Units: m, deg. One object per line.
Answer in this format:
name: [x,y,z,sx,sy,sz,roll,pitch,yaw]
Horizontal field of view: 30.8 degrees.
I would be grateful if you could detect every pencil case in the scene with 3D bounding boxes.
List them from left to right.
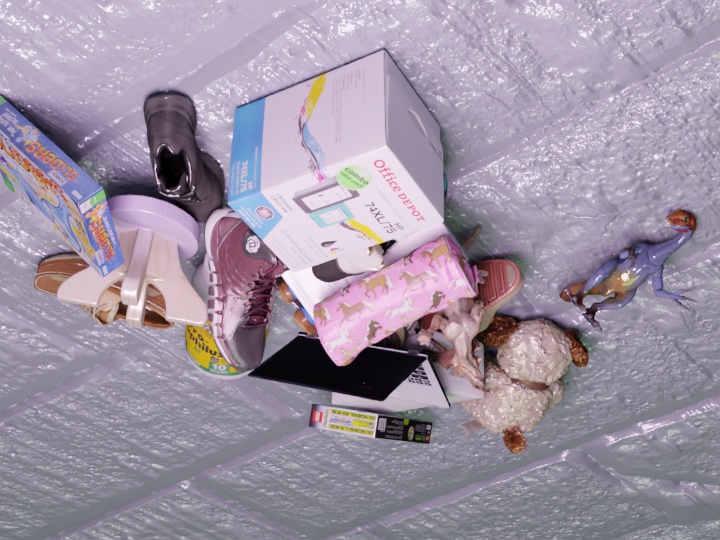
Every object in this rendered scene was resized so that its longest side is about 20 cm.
pencil case: [0.041,0.034,1.542,0.199,0.083,0.086,-29,176,11]

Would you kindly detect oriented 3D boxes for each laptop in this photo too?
laptop: [-0.009,0.152,1.655,0.186,0.116,0.200,9,148,26]

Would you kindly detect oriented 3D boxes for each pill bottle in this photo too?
pill bottle: [-0.171,0.048,1.722,0.112,0.113,0.201,7,143,-8]

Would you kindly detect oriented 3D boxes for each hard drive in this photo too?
hard drive: [0.012,-0.014,1.587,0.199,0.027,0.132,-33,101,11]

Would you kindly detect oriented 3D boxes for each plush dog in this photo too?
plush dog: [0.226,0.144,1.834,0.198,0.161,0.173,12,119,-14]

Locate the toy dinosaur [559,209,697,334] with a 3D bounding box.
toy dinosaur: [0.346,-0.014,1.682,0.181,0.200,0.105,-44,117,1]

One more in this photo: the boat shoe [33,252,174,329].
boat shoe: [-0.333,0.032,1.735,0.198,0.074,0.076,10,142,-12]

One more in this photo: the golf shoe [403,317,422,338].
golf shoe: [-0.010,0.063,1.793,0.199,0.078,0.097,-26,113,29]

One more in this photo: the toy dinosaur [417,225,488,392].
toy dinosaur: [0.121,0.048,1.675,0.085,0.202,0.136,1,165,6]

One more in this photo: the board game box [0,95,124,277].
board game box: [-0.353,-0.097,1.489,0.034,0.200,0.136,-38,150,-23]

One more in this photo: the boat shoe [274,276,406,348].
boat shoe: [-0.032,0.054,1.713,0.200,0.066,0.072,34,121,-2]

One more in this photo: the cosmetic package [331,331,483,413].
cosmetic package: [0.064,0.145,1.819,0.199,0.082,0.112,-13,159,43]

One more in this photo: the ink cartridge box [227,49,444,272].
ink cartridge box: [-0.025,-0.120,1.465,0.199,0.147,0.147,-18,139,23]

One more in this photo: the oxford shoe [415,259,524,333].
oxford shoe: [0.157,0.041,1.751,0.073,0.071,0.200,18,150,-33]

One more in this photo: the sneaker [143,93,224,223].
sneaker: [-0.211,-0.112,1.528,0.075,0.091,0.201,-9,143,9]

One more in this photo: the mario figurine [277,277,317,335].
mario figurine: [0.000,0.000,1.662,0.199,0.106,0.124,-30,121,5]

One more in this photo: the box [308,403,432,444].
box: [0.018,0.228,1.931,0.109,0.035,0.200,6,173,27]

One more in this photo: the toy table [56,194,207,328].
toy table: [-0.270,-0.005,1.600,0.182,0.118,0.200,7,164,7]

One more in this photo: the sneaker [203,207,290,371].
sneaker: [-0.123,0.023,1.559,0.115,0.202,0.075,-3,-170,38]

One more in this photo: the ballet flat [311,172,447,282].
ballet flat: [0.022,-0.046,1.522,0.200,0.069,0.068,-43,123,14]
